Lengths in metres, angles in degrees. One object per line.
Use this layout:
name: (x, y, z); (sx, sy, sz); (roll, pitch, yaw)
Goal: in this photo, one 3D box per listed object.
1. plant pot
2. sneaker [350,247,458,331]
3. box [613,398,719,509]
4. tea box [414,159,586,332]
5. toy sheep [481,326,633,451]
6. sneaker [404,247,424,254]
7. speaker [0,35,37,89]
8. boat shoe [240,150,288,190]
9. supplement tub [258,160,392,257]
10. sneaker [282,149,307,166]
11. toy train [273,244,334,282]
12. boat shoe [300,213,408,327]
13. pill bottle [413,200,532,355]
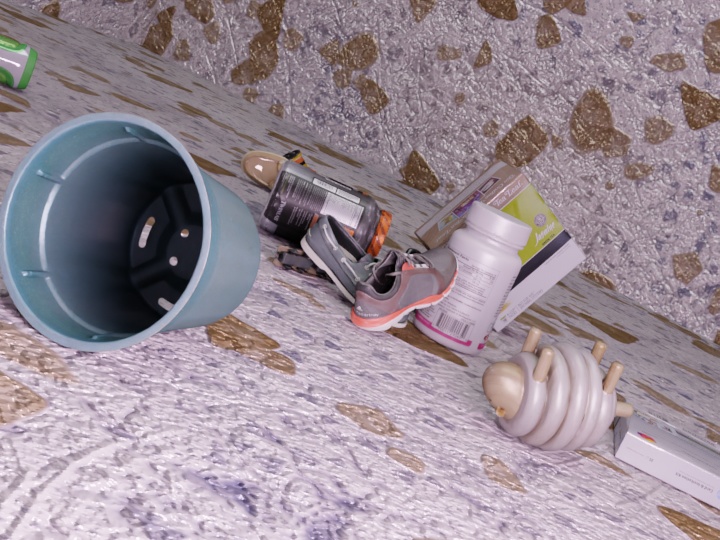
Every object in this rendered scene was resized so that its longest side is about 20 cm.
plant pot: (-0.191, -0.026, 0.990); (0.199, 0.202, 0.196); (27, 3, 16)
sneaker: (0.065, 0.006, 1.450); (0.077, 0.083, 0.200); (21, 39, 34)
box: (0.418, 0.243, 1.440); (0.155, 0.041, 0.200); (26, 9, 9)
tea box: (0.235, -0.044, 1.830); (0.197, 0.200, 0.134); (50, 1, -19)
toy sheep: (0.231, 0.144, 1.241); (0.198, 0.139, 0.138); (14, 13, -14)
sneaker: (0.106, 0.017, 1.715); (0.076, 0.084, 0.200); (17, 13, -32)
speaker: (-0.690, -0.398, 1.937); (0.198, 0.089, 0.088); (20, 11, -25)
boat shoe: (-0.144, -0.182, 2.157); (0.198, 0.074, 0.069); (23, 5, -15)
supplement tub: (-0.056, -0.088, 1.757); (0.198, 0.123, 0.123); (24, 10, -7)
sneaker: (-0.151, -0.199, 2.289); (0.091, 0.070, 0.200); (62, -13, -8)
toy train: (-0.056, -0.007, 1.603); (0.199, 0.034, 0.046); (15, 11, -45)
boat shoe: (0.000, 0.000, 1.532); (0.200, 0.062, 0.073); (43, 22, 16)
pill bottle: (0.165, 0.010, 1.563); (0.112, 0.202, 0.113); (24, 10, -5)
